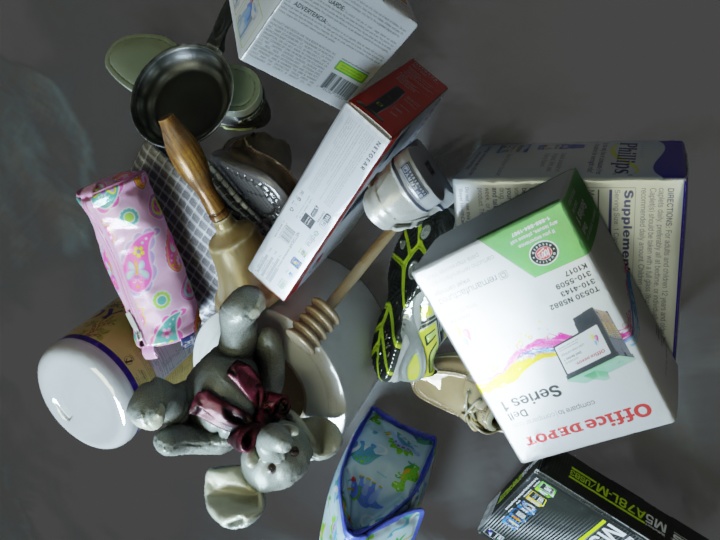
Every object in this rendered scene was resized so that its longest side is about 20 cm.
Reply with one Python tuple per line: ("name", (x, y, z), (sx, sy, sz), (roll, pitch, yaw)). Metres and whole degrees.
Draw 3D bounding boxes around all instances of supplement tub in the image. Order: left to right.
("supplement tub", (-0.289, 0.110, 0.886), (0.141, 0.200, 0.149), (11, 120, 20))

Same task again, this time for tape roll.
("tape roll", (-0.080, 0.101, 0.821), (0.197, 0.139, 0.208), (11, 118, 21))

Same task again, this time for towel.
("towel", (-0.213, -0.050, 0.842), (0.199, 0.086, 0.166), (41, 124, 2))

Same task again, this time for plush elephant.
("plush elephant", (-0.108, 0.153, 0.684), (0.154, 0.165, 0.202), (37, 154, 20))

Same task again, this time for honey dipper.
("honey dipper", (0.000, 0.000, 0.717), (0.038, 0.201, 0.038), (35, 161, 15))

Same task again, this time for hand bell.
("hand bell", (-0.146, -0.064, 0.699), (0.102, 0.105, 0.203), (-7, 123, 27))

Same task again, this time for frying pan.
("frying pan", (-0.176, -0.213, 0.717), (0.111, 0.031, 0.196), (4, 75, 12))

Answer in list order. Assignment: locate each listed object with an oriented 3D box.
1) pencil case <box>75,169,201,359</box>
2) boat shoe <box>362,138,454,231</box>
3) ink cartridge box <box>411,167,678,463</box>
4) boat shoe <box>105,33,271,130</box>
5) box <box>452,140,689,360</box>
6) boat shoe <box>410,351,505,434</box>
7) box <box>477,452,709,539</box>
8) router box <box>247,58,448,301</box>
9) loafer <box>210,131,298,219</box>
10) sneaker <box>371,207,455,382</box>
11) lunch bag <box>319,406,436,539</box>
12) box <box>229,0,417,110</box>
("pencil case", (-0.246, -0.008, 0.780), (0.085, 0.087, 0.205), (-6, 110, 27))
("boat shoe", (0.042, -0.071, 0.638), (0.069, 0.200, 0.072), (-34, 94, 16))
("ink cartridge box", (0.158, 0.044, 0.584), (0.143, 0.084, 0.203), (-25, 102, 32))
("boat shoe", (-0.191, -0.203, 0.766), (0.197, 0.061, 0.073), (22, 80, 16))
("box", (0.196, -0.015, 0.652), (0.195, 0.105, 0.189), (4, 116, 24))
("boat shoe", (0.144, 0.146, 0.780), (0.195, 0.065, 0.074), (11, 119, 20))
("box", (0.251, 0.300, 0.785), (0.190, 0.048, 0.202), (32, 142, 11))
("router box", (-0.009, -0.091, 0.667), (0.048, 0.180, 0.201), (37, 125, 1))
("loafer", (-0.104, -0.114, 0.713), (0.071, 0.200, 0.073), (-43, 120, -6))
("sneaker", (0.071, 0.027, 0.762), (0.074, 0.076, 0.205), (8, 112, -25))
("lunch bag", (0.008, 0.302, 0.841), (0.125, 0.200, 0.174), (22, 122, 13))
("box", (-0.044, -0.257, 0.581), (0.111, 0.204, 0.101), (17, 136, -38))
